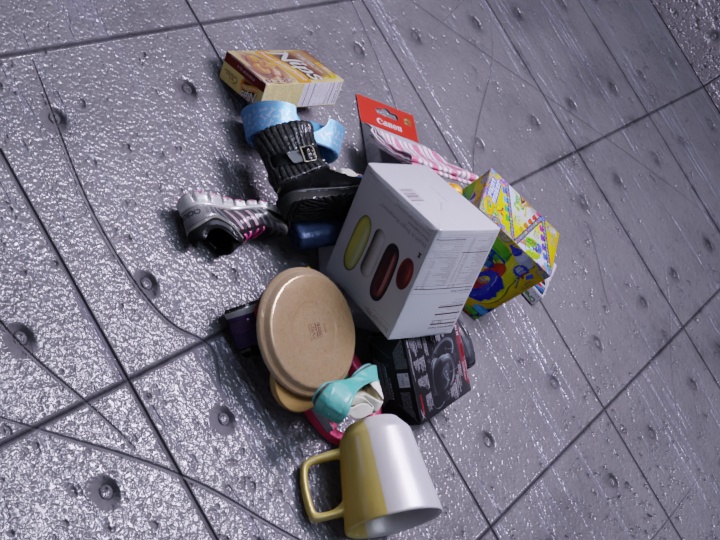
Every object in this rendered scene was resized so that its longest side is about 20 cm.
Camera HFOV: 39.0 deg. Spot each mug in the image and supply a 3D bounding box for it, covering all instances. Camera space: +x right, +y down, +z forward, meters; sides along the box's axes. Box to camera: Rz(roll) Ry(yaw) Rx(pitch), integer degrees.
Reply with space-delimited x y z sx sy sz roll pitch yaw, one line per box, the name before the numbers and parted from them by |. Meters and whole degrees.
mug | 0.020 0.299 1.498 0.184 0.149 0.156 10 57 -41

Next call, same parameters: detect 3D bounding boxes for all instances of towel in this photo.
towel | -0.039 -0.096 1.704 0.197 0.049 0.113 -12 67 -30
towel | 0.123 -0.210 1.892 0.198 0.030 0.146 11 19 -42

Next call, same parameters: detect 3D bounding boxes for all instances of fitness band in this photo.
fitness band | -0.044 0.181 1.602 0.143 0.037 0.202 -30 89 -53

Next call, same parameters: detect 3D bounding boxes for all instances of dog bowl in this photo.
dog bowl | -0.115 -0.232 1.747 0.198 0.111 0.051 14 68 -38

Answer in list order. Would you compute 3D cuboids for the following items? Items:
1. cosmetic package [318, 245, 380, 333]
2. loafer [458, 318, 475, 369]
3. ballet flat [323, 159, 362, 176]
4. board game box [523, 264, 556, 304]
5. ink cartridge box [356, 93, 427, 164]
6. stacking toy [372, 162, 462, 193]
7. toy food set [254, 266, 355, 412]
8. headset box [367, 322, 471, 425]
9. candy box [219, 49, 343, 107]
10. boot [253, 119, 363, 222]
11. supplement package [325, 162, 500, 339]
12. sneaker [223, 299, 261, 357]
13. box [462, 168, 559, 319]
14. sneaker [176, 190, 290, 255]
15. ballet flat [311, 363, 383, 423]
cosmetic package | 0.000 0.000 1.749 0.149 0.051 0.203 20 52 -37
loafer | 0.135 0.094 1.817 0.070 0.068 0.203 -31 91 -31
ballet flat | -0.062 -0.163 1.781 0.198 0.067 0.069 7 60 -42
board game box | 0.321 -0.043 2.108 0.200 0.034 0.127 48 40 -9
ink cartridge box | 0.076 -0.253 1.993 0.161 0.057 0.204 14 60 -38
stacking toy | 0.109 -0.137 1.816 0.115 0.198 0.112 3 91 -41
toy food set | -0.081 0.095 1.525 0.197 0.048 0.203 -35 104 -43
headset box | 0.106 0.154 1.690 0.199 0.076 0.152 -23 103 -56
candy box | -0.138 -0.340 1.798 0.115 0.056 0.198 41 34 26
boot | -0.061 -0.166 1.656 0.208 0.080 0.160 -1 57 -32
supplement package | 0.078 -0.033 1.605 0.145 0.202 0.191 -3 36 -41
sneaker | -0.124 0.080 1.574 0.198 0.075 0.089 -19 92 -45
box | 0.229 -0.046 1.892 0.192 0.199 0.123 40 43 -16
sneaker | -0.194 -0.062 1.583 0.198 0.073 0.089 9 63 -39
ballet flat | -0.005 0.192 1.523 0.070 0.068 0.199 37 17 16
